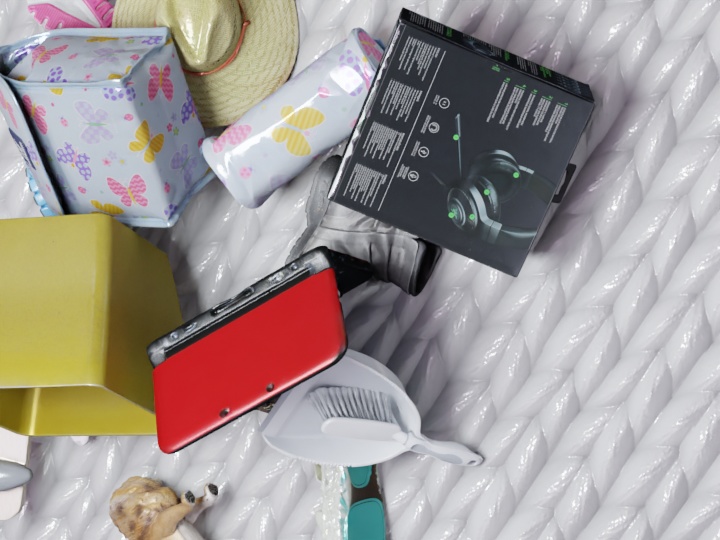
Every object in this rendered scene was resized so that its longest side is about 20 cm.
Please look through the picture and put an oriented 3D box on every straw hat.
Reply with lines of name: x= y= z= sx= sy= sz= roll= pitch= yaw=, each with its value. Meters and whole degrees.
straw hat: x=-0.157 y=-0.239 z=1.726 sx=0.200 sy=0.085 sz=0.202 roll=0 pitch=91 yaw=4

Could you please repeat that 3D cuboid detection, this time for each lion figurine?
lion figurine: x=-0.172 y=0.287 z=1.823 sx=0.122 sy=0.072 sz=0.200 roll=-36 pitch=81 yaw=33

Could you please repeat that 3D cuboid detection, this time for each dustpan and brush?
dustpan and brush: x=0.024 y=0.145 z=1.663 sx=0.140 sy=0.199 sz=0.057 roll=-54 pitch=37 yaw=36

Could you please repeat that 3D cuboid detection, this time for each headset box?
headset box: x=0.095 y=-0.112 z=1.597 sx=0.199 sy=0.093 sz=0.175 roll=22 pitch=106 yaw=-2

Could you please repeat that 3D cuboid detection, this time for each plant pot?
plant pot: x=-0.280 y=0.051 z=1.727 sx=0.199 sy=0.200 sz=0.177 roll=-3 pitch=71 yaw=21

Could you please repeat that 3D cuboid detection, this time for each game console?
game console: x=-0.081 y=0.076 z=1.618 sx=0.199 sy=0.172 sz=0.119 roll=-29 pitch=73 yaw=17

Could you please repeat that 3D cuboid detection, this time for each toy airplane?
toy airplane: x=-0.376 y=0.132 z=1.879 sx=0.199 sy=0.141 sz=0.200 roll=-45 pitch=73 yaw=23

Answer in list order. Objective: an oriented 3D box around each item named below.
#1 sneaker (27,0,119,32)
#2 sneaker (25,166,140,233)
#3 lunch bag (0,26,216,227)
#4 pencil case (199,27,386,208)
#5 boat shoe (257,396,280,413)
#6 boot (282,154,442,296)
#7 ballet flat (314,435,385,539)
sneaker: x=-0.247 y=-0.224 z=1.822 sx=0.200 sy=0.088 sz=0.081 roll=44 pitch=84 yaw=-2
sneaker: x=-0.272 y=-0.055 z=1.856 sx=0.086 sy=0.075 sz=0.201 roll=-28 pitch=87 yaw=18
lunch bag: x=-0.261 y=-0.135 z=1.729 sx=0.199 sy=0.127 sz=0.170 roll=6 pitch=129 yaw=30
pencil case: x=-0.053 y=-0.142 z=1.699 sx=0.200 sy=0.091 sz=0.083 roll=-35 pitch=99 yaw=16
boat shoe: x=-0.107 y=0.105 z=1.750 sx=0.199 sy=0.065 sz=0.074 roll=6 pitch=91 yaw=43
boot: x=0.000 y=0.000 z=1.711 sx=0.131 sy=0.070 sz=0.201 roll=23 pitch=109 yaw=20
ballet flat: x=-0.015 y=0.214 z=1.739 sx=0.071 sy=0.072 sz=0.201 roll=-4 pitch=86 yaw=28
